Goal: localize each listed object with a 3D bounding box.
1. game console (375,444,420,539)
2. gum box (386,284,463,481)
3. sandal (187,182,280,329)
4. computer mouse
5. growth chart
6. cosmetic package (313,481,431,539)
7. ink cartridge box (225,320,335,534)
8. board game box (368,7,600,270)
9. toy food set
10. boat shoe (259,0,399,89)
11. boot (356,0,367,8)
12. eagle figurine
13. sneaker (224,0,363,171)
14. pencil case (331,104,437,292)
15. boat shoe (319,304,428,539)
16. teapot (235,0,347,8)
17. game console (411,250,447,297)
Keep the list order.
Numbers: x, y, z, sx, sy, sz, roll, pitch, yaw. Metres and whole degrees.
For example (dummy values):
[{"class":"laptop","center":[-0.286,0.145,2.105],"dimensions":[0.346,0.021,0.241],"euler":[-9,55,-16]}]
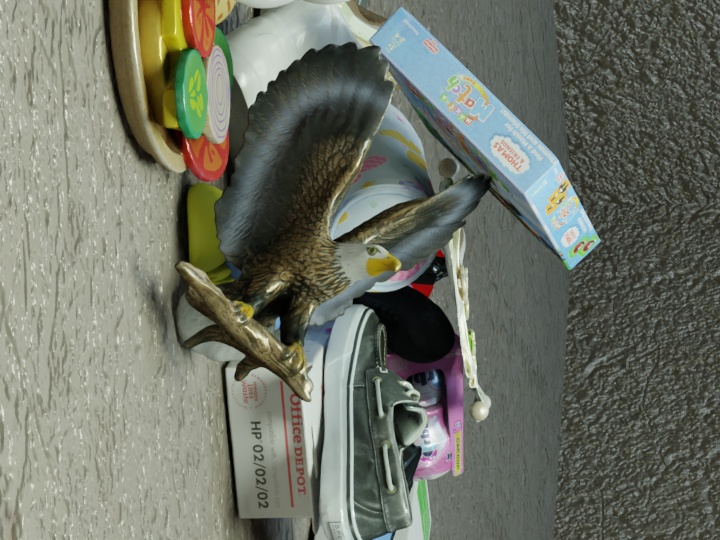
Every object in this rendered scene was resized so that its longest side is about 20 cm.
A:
[{"class":"game console","center":[0.023,0.258,1.694],"dimensions":[0.172,0.118,0.201],"euler":[-49,163,-47]},{"class":"gum box","center":[0.018,0.075,1.818],"dimensions":[0.200,0.066,0.114],"euler":[-133,-145,-59]},{"class":"sandal","center":[-0.059,-0.005,1.602],"dimensions":[0.200,0.086,0.080],"euler":[55,33,-75]},{"class":"computer mouse","center":[0.000,0.000,1.744],"dimensions":[0.058,0.200,0.034],"euler":[-20,139,-38]},{"class":"growth chart","center":[0.073,0.014,1.672],"dimensions":[0.145,0.018,0.202],"euler":[-67,150,-81]},{"class":"cosmetic package","center":[0.006,0.246,1.935],"dimensions":[0.201,0.084,0.108],"euler":[-82,169,-46]},{"class":"ink cartridge box","center":[-0.050,0.104,1.684],"dimensions":[0.200,0.067,0.116],"euler":[-60,146,-72]},{"class":"board game box","center":[0.087,-0.085,1.577],"dimensions":[0.151,0.037,0.200],"euler":[46,-1,20]},{"class":"toy food set","center":[-0.109,-0.155,1.444],"dimensions":[0.200,0.048,0.200],"euler":[-5,93,-80]},{"class":"boat shoe","center":[-0.008,-0.164,1.811],"dimensions":[0.199,0.071,0.077],"euler":[25,88,-39]},{"class":"boot","center":[-0.007,-0.182,1.956],"dimensions":[0.200,0.072,0.183],"euler":[47,56,-65]},{"class":"eagle figurine","center":[-0.022,-0.020,1.481],"dimensions":[0.152,0.150,0.201],"euler":[89,27,-57]},{"class":"sneaker","center":[-0.036,-0.109,1.640],"dimensions":[0.115,0.074,0.201],"euler":[-39,144,-21]},{"class":"pencil case","center":[0.007,-0.058,1.730],"dimensions":[0.083,0.091,0.200],"euler":[42,13,-20]},{"class":"boat shoe","center":[0.013,0.107,1.633],"dimensions":[0.072,0.070,0.201],"euler":[73,14,-49]},{"class":"teapot","center":[-0.045,-0.260,1.376],"dimensions":[0.201,0.145,0.198],"euler":[58,20,-10]},{"class":"game console","center":[0.009,0.002,2.168],"dimensions":[0.173,0.118,0.200],"euler":[58,8,6]}]
